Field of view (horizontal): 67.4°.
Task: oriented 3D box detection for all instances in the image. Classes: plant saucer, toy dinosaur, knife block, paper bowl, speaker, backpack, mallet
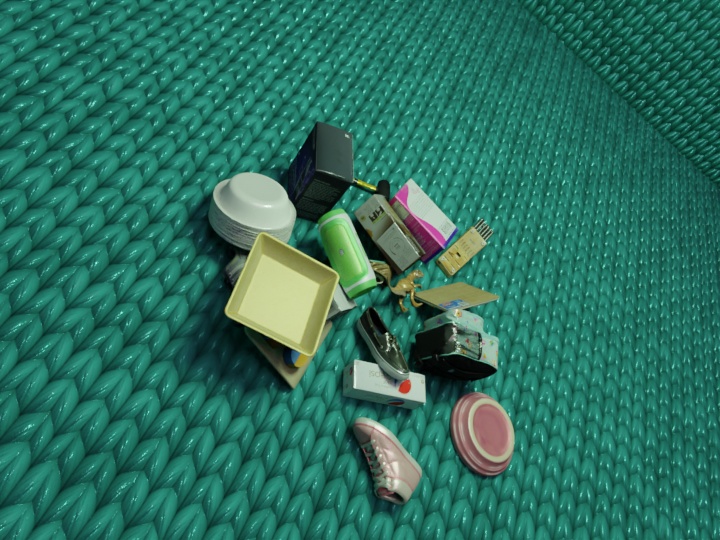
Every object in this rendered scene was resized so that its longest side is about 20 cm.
[{"bbox_3d":[-0.159,0.054,1.100,0.196,0.048,0.205,28,56,-15],"label":"plant saucer"},{"bbox_3d":[0.108,0.051,1.394,0.199,0.059,0.109,-25,96,-59],"label":"toy dinosaur"},{"bbox_3d":[0.315,-0.071,1.622,0.199,0.175,0.064,-43,87,5],"label":"knife block"},{"bbox_3d":[-0.242,-0.145,1.232,0.194,0.106,0.204,17,35,-12],"label":"paper bowl"},{"bbox_3d":[0.316,0.406,1.359,0.195,0.051,0.207,15,58,-25],"label":"plant saucer"},{"bbox_3d":[-0.033,-0.040,1.291,0.087,0.088,0.205,-16,77,-37],"label":"speaker"},{"bbox_3d":[0.248,0.194,1.352,0.196,0.175,0.157,26,57,-22],"label":"backpack"},{"bbox_3d":[-0.001,-0.257,1.534,0.195,0.041,0.067,25,55,-14],"label":"mallet"}]

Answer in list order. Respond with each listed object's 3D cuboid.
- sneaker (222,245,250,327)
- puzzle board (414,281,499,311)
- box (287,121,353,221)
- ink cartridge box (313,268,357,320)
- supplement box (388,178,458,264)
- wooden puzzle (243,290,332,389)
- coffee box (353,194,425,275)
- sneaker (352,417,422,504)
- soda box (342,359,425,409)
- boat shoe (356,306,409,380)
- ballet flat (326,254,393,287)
[{"bbox_3d":[-0.269,0.032,1.192,0.078,0.075,0.205,10,54,-15],"label":"sneaker"},{"bbox_3d":[0.257,0.074,1.460,0.195,0.149,0.018,-11,111,-35],"label":"puzzle board"},{"bbox_3d":[-0.103,-0.241,1.351,0.101,0.200,0.153,13,58,-24],"label":"box"},{"bbox_3d":[-0.067,0.054,1.270,0.111,0.049,0.200,61,8,6],"label":"ink cartridge box"},{"bbox_3d":[0.164,-0.139,1.527,0.200,0.103,0.101,47,51,-2],"label":"supplement box"},{"bbox_3d":[-0.141,0.122,1.166,0.203,0.045,0.187,59,46,-30],"label":"wooden puzzle"},{"bbox_3d":[0.080,-0.097,1.435,0.202,0.079,0.114,54,16,5],"label":"coffee box"},{"bbox_3d":[0.046,0.417,1.165,0.200,0.075,0.105,46,45,-7],"label":"sneaker"},{"bbox_3d":[0.057,0.269,1.262,0.194,0.064,0.070,16,56,-23],"label":"soda box"},{"bbox_3d":[0.056,0.169,1.272,0.067,0.058,0.201,1,39,-43],"label":"boat shoe"},{"bbox_3d":[0.000,0.000,1.380,0.195,0.067,0.075,18,66,-29],"label":"ballet flat"}]
